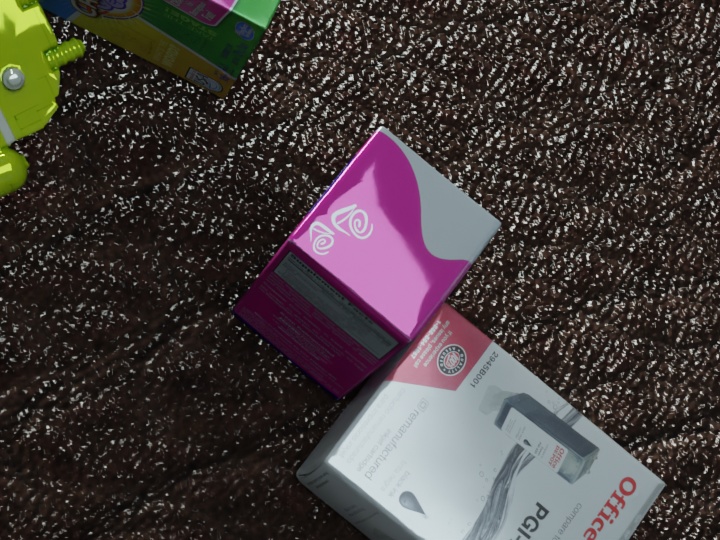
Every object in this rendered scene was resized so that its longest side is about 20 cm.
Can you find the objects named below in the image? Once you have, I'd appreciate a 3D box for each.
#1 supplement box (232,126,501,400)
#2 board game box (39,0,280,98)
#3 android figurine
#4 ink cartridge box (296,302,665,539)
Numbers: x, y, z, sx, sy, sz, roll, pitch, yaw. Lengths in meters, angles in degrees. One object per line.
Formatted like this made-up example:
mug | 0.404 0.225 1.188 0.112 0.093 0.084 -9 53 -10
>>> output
supplement box | 0.000 0.000 1.393 0.103 0.200 0.101 40 70 -3
board game box | -0.158 -0.197 1.426 0.199 0.153 0.040 26 72 -6
android figurine | -0.281 -0.127 1.412 0.199 0.041 0.183 -25 102 -12
ink cartridge box | 0.082 0.142 1.444 0.200 0.085 0.146 40 71 -5
